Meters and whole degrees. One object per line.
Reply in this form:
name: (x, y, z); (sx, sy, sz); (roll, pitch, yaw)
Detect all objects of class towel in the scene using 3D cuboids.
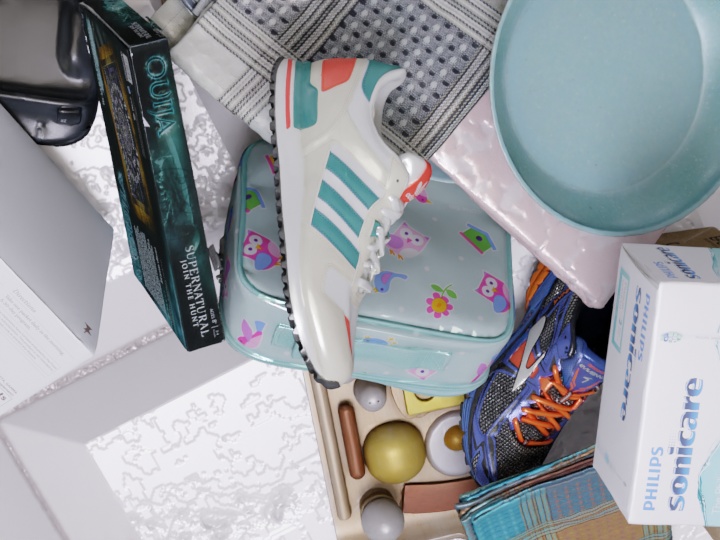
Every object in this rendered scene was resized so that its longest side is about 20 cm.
towel: (-0.009, -0.162, 0.951); (0.200, 0.035, 0.193); (41, 86, 4)
towel: (0.151, -0.108, 1.003); (0.191, 0.032, 0.200); (40, 86, -12)
towel: (0.154, 0.187, 1.081); (0.146, 0.022, 0.200); (-21, 143, 1)

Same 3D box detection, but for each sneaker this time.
sneaker: (0.134, 0.068, 1.046); (0.075, 0.078, 0.201); (27, 84, -32)
sneaker: (-0.001, -0.033, 0.890); (0.093, 0.070, 0.201); (-6, 81, 1)

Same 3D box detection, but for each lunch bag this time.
lunch bag: (0.000, 0.000, 0.995); (0.199, 0.161, 0.077); (10, 142, -12)

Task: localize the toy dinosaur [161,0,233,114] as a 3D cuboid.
toy dinosaur: (-0.120, -0.201, 0.977); (0.106, 0.060, 0.201); (5, 105, -11)

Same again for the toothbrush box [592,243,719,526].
toothbrush box: (0.248, 0.068, 0.879); (0.199, 0.085, 0.147); (2, 106, -7)

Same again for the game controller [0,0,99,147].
game controller: (-0.269, -0.144, 0.989); (0.199, 0.042, 0.105); (8, 90, -10)

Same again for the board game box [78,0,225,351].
board game box: (-0.133, -0.065, 0.958); (0.028, 0.135, 0.201); (-16, 117, -17)

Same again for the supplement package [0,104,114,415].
supplement package: (-0.261, -0.030, 0.930); (0.111, 0.156, 0.200); (-31, 118, 14)

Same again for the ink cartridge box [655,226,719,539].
ink cartridge box: (0.245, 0.074, 1.028); (0.075, 0.200, 0.165); (-9, 107, -4)

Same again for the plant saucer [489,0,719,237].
plant saucer: (0.163, -0.123, 0.958); (0.199, 0.036, 0.201); (-4, 100, -23)

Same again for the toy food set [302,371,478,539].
toy food set: (0.041, 0.120, 1.086); (0.143, 0.060, 0.201); (-12, 107, -4)

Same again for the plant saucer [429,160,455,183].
plant saucer: (0.067, -0.160, 1.016); (0.200, 0.039, 0.202); (-2, 97, -13)
